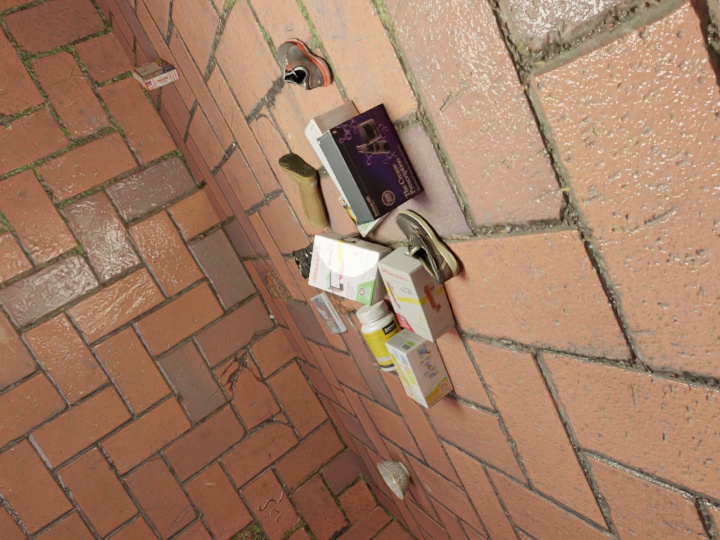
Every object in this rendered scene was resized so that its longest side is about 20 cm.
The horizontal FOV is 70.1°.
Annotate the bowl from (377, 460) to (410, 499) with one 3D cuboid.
[{"bbox_3d":[0.178,0.994,2.491,0.201,0.094,0.201,47,158,26],"label":"bowl"}]

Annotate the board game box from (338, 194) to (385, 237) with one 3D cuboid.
[{"bbox_3d":[0.011,-0.173,1.303,0.127,0.034,0.200,56,160,4],"label":"board game box"}]

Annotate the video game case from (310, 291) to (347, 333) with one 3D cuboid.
[{"bbox_3d":[-0.138,0.183,2.171,0.183,0.023,0.200,59,160,-2],"label":"video game case"}]

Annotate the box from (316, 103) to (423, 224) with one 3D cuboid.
[{"bbox_3d":[0.021,-0.218,1.066,0.201,0.141,0.079,62,160,-11],"label":"box"}]

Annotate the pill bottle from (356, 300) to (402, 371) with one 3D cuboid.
[{"bbox_3d":[0.072,0.196,1.573,0.201,0.114,0.114,62,159,-12],"label":"pill bottle"}]

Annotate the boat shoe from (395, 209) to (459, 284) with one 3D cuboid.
[{"bbox_3d":[0.136,-0.054,1.139,0.200,0.065,0.073,49,159,26],"label":"boat shoe"}]

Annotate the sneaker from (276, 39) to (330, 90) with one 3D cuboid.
[{"bbox_3d":[-0.153,-0.473,1.187,0.200,0.082,0.077,41,154,38],"label":"sneaker"}]

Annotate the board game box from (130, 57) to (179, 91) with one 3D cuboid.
[{"bbox_3d":[-0.914,-0.874,2.279,0.200,0.151,0.047,42,154,39],"label":"board game box"}]

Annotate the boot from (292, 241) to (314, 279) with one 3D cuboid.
[{"bbox_3d":[-0.140,-0.002,1.755,0.201,0.131,0.070,54,159,10],"label":"boot"}]

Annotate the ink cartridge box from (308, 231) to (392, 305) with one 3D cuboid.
[{"bbox_3d":[-0.030,-0.008,1.365,0.199,0.084,0.146,17,107,25],"label":"ink cartridge box"}]

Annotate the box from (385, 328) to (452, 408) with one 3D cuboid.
[{"bbox_3d":[0.170,0.276,1.479,0.112,0.101,0.201,18,136,60],"label":"box"}]

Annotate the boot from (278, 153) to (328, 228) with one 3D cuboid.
[{"bbox_3d":[-0.179,-0.244,1.600,0.175,0.066,0.201,43,156,37],"label":"boot"}]

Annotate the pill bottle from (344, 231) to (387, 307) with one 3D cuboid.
[{"bbox_3d":[0.000,0.000,1.464,0.201,0.112,0.112,55,159,8],"label":"pill bottle"}]

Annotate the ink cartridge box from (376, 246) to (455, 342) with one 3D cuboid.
[{"bbox_3d":[0.137,0.056,1.269,0.145,0.083,0.201,22,139,57],"label":"ink cartridge box"}]

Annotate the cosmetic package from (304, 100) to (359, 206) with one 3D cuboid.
[{"bbox_3d":[-0.024,-0.261,1.153,0.201,0.112,0.081,61,159,-2],"label":"cosmetic package"}]
